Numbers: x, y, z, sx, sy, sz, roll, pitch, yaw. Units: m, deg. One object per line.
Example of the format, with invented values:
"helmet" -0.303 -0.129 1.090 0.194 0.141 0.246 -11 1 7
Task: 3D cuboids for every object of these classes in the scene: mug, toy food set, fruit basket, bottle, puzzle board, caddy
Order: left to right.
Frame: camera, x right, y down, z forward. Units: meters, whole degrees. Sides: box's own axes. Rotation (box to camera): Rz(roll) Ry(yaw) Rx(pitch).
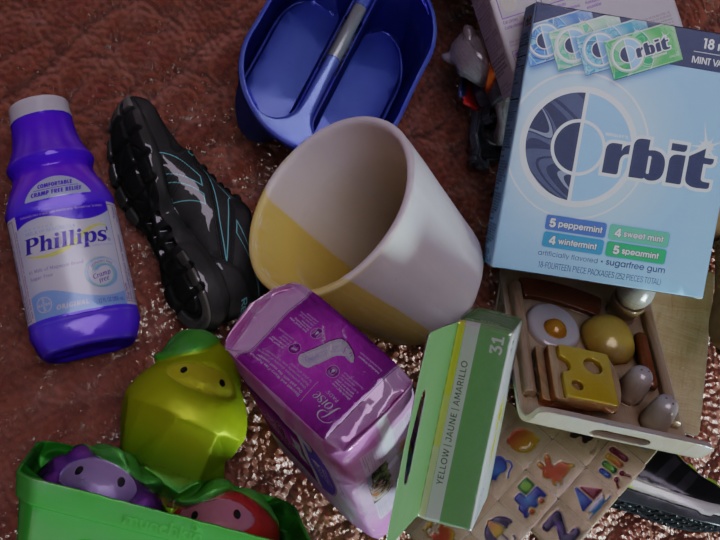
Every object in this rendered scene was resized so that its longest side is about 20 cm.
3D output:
"bottle" -0.226 -0.034 0.824 0.083 0.065 0.201 -11 77 -16
"fruit basket" -0.132 0.143 0.765 0.214 0.155 0.217 0 91 -10
"caddy" -0.021 -0.176 0.898 0.141 0.105 0.201 27 69 -5
"mug" 0.004 -0.009 0.842 0.153 0.186 0.150 37 38 -44
"puzzle board" 0.211 0.048 0.944 0.199 0.017 0.151 15 72 -10
"toy food set" 0.194 0.052 0.862 0.143 0.061 0.201 13 42 -11

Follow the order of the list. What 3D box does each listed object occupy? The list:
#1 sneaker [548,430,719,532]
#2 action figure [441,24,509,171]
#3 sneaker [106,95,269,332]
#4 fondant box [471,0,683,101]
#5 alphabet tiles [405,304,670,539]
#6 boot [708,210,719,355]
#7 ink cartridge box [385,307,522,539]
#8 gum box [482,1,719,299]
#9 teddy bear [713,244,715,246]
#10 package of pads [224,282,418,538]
"sneaker" 0.242 0.159 0.888 0.199 0.072 0.083 18 72 -9
"action figure" 0.165 -0.185 0.956 0.193 0.105 0.201 10 73 -22
"sneaker" -0.138 -0.048 0.860 0.079 0.075 0.201 -18 80 -39
"fondant box" 0.158 -0.256 0.875 0.144 0.058 0.201 -18 92 -4
"alphabet tiles" 0.118 0.148 0.857 0.167 0.008 0.200 40 75 19
"boot" 0.265 -0.045 0.900 0.199 0.066 0.176 29 74 -6
"ink cartridge box" 0.070 0.106 0.745 0.048 0.200 0.146 12 95 11
"gum box" 0.195 -0.091 0.833 0.169 0.045 0.201 8 97 -4
"teddy bear" 0.377 -0.053 0.998 0.199 0.067 0.146 -15 93 -21
"package of pads" -0.017 0.102 0.756 0.120 0.200 0.076 39 72 25
